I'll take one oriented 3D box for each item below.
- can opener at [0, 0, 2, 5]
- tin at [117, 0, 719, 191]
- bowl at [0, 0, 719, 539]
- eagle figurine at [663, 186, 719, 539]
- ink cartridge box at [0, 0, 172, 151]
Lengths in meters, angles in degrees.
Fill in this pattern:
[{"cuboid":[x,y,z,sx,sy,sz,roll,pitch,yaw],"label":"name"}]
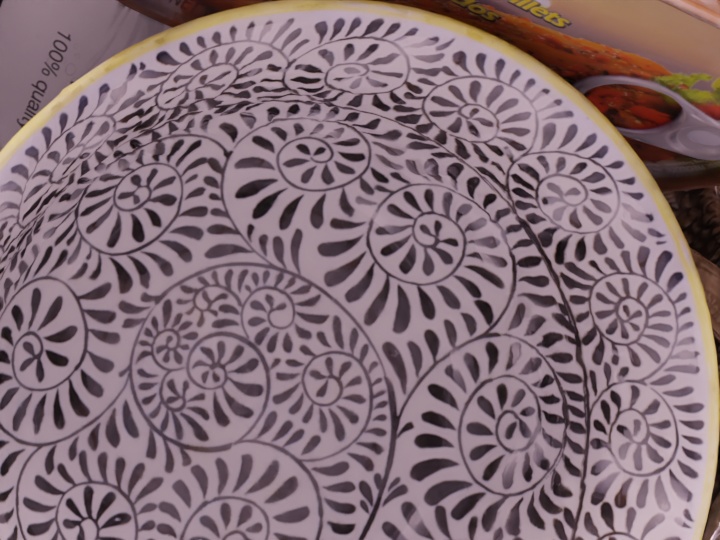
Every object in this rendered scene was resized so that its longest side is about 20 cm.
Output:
[{"cuboid":[-0.128,-0.028,0.663,0.066,0.200,0.053,26,-7,-22],"label":"can opener"},{"cuboid":[0.019,-0.073,0.666,0.200,0.042,0.112,22,-19,-24],"label":"tin"},{"cuboid":[-0.022,0.035,0.692,0.200,0.201,0.094,18,-2,-18],"label":"bowl"},{"cuboid":[0.117,0.014,0.818,0.151,0.152,0.200,-21,16,-3],"label":"eagle figurine"},{"cuboid":[-0.098,-0.041,0.769,0.200,0.146,0.084,22,22,-11],"label":"ink cartridge box"}]
